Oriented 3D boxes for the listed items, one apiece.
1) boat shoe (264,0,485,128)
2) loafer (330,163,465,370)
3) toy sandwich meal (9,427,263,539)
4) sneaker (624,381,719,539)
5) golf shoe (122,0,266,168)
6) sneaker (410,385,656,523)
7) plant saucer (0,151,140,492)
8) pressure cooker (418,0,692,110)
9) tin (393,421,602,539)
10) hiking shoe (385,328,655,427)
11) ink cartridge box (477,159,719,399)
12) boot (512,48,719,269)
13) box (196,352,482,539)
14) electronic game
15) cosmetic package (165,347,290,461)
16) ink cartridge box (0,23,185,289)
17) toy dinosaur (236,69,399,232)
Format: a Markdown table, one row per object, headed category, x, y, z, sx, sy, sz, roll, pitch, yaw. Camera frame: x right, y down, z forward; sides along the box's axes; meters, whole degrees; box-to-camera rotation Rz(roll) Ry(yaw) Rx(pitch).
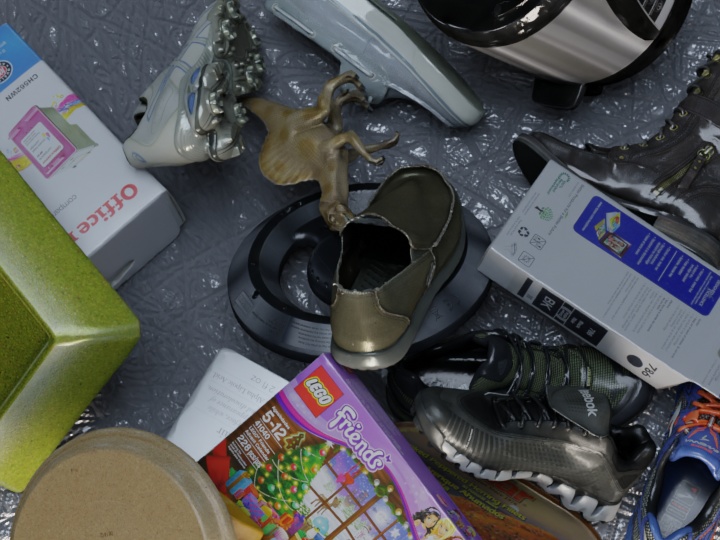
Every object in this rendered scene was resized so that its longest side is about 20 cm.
| category | x | y | z | sx | sy | sz | roll | pitch | yaw |
| --- | --- | --- | --- | --- | --- | --- | --- | --- | --- |
| boat shoe | 0.008 | -0.167 | 1.566 | 0.201 | 0.070 | 0.072 | 42 | 103 | 12 |
| loafer | 0.027 | -0.017 | 1.403 | 0.075 | 0.070 | 0.200 | 3 | 40 | 14 |
| toy sandwich meal | -0.149 | 0.204 | 1.368 | 0.205 | 0.070 | 0.206 | -1 | 88 | 26 |
| sneaker | 0.250 | 0.129 | 1.429 | 0.075 | 0.078 | 0.200 | 18 | 74 | 11 |
| golf shoe | -0.132 | -0.146 | 1.530 | 0.097 | 0.078 | 0.200 | -17 | 28 | 19 |
| sneaker | 0.128 | 0.109 | 1.390 | 0.091 | 0.200 | 0.067 | -48 | 35 | 27 |
| plant saucer | -0.279 | 0.038 | 1.460 | 0.200 | 0.048 | 0.200 | 49 | 123 | 14 |
| pressure cooker | 0.155 | -0.233 | 1.502 | 0.176 | 0.200 | 0.179 | -39 | 58 | 25 |
| tin | 0.083 | 0.180 | 1.419 | 0.200 | 0.042 | 0.112 | 32 | 38 | 15 |
| hiking shoe | 0.115 | 0.084 | 1.445 | 0.200 | 0.101 | 0.076 | -3 | 74 | 6 |
| ink cartridge box | 0.193 | 0.013 | 1.443 | 0.200 | 0.039 | 0.099 | 34 | 58 | 6 |
| boot | 0.237 | -0.100 | 1.522 | 0.200 | 0.069 | 0.174 | 31 | 71 | 10 |
| box | -0.011 | 0.175 | 1.367 | 0.137 | 0.039 | 0.200 | -41 | 76 | 13 |
| electronic game | 0.000 | 0.000 | 1.477 | 0.200 | 0.042 | 0.200 | -5 | 39 | 4 |
| cosmetic package | -0.107 | 0.169 | 1.454 | 0.102 | 0.074 | 0.200 | 27 | 75 | 13 |
| ink cartridge box | -0.256 | -0.068 | 1.541 | 0.145 | 0.085 | 0.200 | -42 | 74 | -9 |
| toy dinosaur | -0.038 | -0.108 | 1.512 | 0.101 | 0.058 | 0.200 | -36 | 51 | -5 |
